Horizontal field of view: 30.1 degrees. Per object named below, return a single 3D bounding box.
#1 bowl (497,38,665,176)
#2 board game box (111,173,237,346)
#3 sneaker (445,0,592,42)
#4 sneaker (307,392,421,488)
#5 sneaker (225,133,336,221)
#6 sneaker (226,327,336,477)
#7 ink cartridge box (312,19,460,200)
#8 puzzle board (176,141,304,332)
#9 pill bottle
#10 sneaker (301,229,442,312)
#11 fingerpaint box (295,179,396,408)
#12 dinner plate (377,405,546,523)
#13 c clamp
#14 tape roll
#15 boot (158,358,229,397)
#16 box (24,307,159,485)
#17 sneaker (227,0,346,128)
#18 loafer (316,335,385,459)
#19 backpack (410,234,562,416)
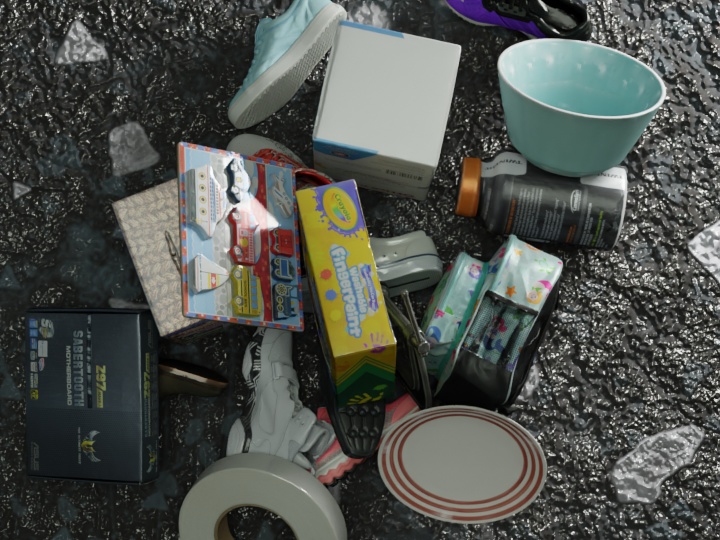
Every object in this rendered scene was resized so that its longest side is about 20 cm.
[{"bbox_3d":[0.250,-0.184,1.584,0.199,0.201,0.106,9,124,0],"label":"bowl"},{"bbox_3d":[-0.203,-0.007,1.562,0.096,0.200,0.161,-21,84,-4],"label":"board game box"},{"bbox_3d":[0.199,-0.334,1.657,0.198,0.100,0.070,21,81,1],"label":"sneaker"},{"bbox_3d":[-0.010,0.189,1.608,0.199,0.074,0.087,-34,80,-6],"label":"sneaker"},{"bbox_3d":[-0.088,-0.113,1.612,0.201,0.108,0.067,41,83,13],"label":"sneaker"},{"bbox_3d":[-0.083,0.154,1.582,0.114,0.075,0.202,3,70,26],"label":"sneaker"},{"bbox_3d":[0.028,-0.183,1.587,0.145,0.200,0.148,12,82,0],"label":"ink cartridge box"},{"bbox_3d":[-0.130,-0.037,1.478,0.150,0.017,0.202,9,66,-34],"label":"puzzle board"},{"bbox_3d":[0.215,-0.089,1.627,0.198,0.106,0.107,8,83,-1],"label":"pill bottle"},{"bbox_3d":[0.000,0.000,1.640,0.198,0.073,0.071,-11,58,-2],"label":"sneaker"},{"bbox_3d":[-0.018,0.029,1.495,0.073,0.167,0.202,-12,67,-5],"label":"fingerpaint box"},{"bbox_3d":[0.119,0.224,1.573,0.198,0.201,0.024,12,42,0],"label":"dinner plate"},{"bbox_3d":[0.048,0.072,1.550,0.027,0.200,0.172,-19,110,-11],"label":"c clamp"},{"bbox_3d":[-0.115,0.306,1.556,0.201,0.037,0.205,7,116,13],"label":"tape roll"},{"bbox_3d":[-0.259,0.152,1.614,0.198,0.075,0.098,10,93,10],"label":"boot"},{"bbox_3d":[-0.313,0.144,1.561,0.156,0.051,0.202,1,92,19],"label":"box"},{"bbox_3d":[-0.107,-0.266,1.666,0.082,0.074,0.200,38,80,18],"label":"sneaker"},{"bbox_3d":[-0.014,0.134,1.587,0.067,0.071,0.202,4,57,-21],"label":"loafer"},{"bbox_3d":[0.153,0.059,1.574,0.150,0.178,0.201,31,71,5],"label":"backpack"}]
